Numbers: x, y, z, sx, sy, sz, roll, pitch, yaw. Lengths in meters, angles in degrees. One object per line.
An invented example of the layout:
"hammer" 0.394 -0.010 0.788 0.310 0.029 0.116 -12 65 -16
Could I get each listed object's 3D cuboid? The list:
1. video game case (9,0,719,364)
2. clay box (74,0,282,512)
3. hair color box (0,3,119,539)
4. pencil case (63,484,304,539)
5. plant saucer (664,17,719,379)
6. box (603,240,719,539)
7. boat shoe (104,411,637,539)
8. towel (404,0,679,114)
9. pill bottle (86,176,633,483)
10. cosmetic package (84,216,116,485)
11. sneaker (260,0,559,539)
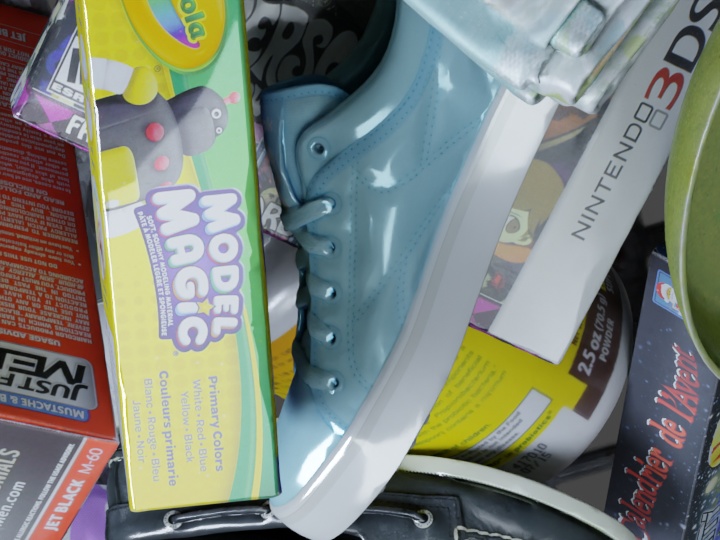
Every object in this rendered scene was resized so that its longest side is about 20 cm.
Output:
"video game case" 0.017 -0.090 0.767 0.200 0.036 0.181 25 100 -14
"clay box" -0.055 -0.046 0.690 0.048 0.115 0.200 -5 107 -6
"hair color box" -0.136 0.012 0.794 0.064 0.200 0.111 14 130 -25
"pencil case" -0.118 0.124 0.921 0.200 0.086 0.084 2 120 -17
"plant saucer" 0.165 -0.053 0.806 0.200 0.031 0.200 -25 132 -32
"box" 0.154 0.037 0.951 0.137 0.038 0.200 -40 149 -35
"boat shoe" 0.000 0.101 0.887 0.199 0.066 0.075 16 156 -4
"towel" 0.037 -0.164 0.667 0.171 0.200 0.048 -51 166 12
"pill bottle" 0.000 0.000 0.880 0.109 0.109 0.200 -40 130 24
"cosmetic package" -0.127 0.078 0.968 0.151 0.052 0.200 -20 136 3
"sneaker" -0.001 -0.020 0.732 0.082 0.074 0.200 22 92 -11
